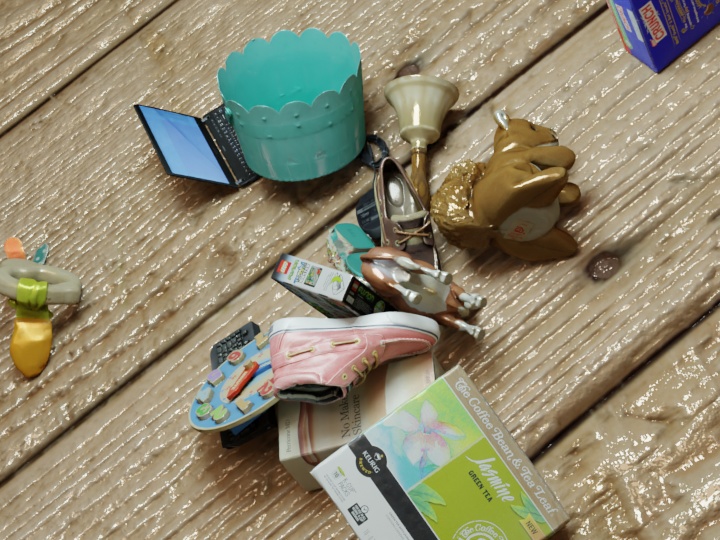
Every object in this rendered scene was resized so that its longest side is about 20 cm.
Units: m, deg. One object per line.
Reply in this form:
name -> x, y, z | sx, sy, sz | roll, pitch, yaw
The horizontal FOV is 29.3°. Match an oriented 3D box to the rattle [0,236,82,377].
rattle -> -0.480, 0.047, 2.001 | 0.130, 0.143, 0.200 | -18, 25, -29

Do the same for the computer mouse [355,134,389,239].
computer mouse -> 0.024, -0.113, 1.876 | 0.059, 0.034, 0.200 | -26, 43, 22

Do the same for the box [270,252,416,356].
box -> -0.011, 0.043, 1.662 | 0.110, 0.200, 0.035 | 18, 78, 34

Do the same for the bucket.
bucket -> -0.089, -0.228, 1.898 | 0.207, 0.135, 0.207 | -6, 40, 5

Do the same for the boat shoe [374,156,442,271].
boat shoe -> 0.059, -0.053, 1.754 | 0.072, 0.072, 0.200 | -11, 69, -1

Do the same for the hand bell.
hand bell -> 0.079, -0.151, 1.853 | 0.104, 0.104, 0.200 | -6, 68, 22

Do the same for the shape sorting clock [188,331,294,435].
shape sorting clock -> -0.128, 0.126, 1.679 | 0.200, 0.039, 0.200 | -27, 25, 14

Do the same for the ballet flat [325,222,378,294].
ballet flat -> 0.000, 0.000, 1.747 | 0.076, 0.064, 0.200 | 3, 21, -11

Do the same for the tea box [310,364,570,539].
tea box -> 0.085, 0.239, 1.470 | 0.197, 0.134, 0.200 | -36, 81, -2

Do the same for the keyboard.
keyboard -> -0.133, 0.133, 1.748 | 0.127, 0.021, 0.200 | -28, 38, 9

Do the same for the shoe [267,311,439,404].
shoe -> -0.006, 0.104, 1.583 | 0.200, 0.072, 0.091 | -1, 60, -5

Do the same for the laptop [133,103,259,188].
laptop -> -0.201, -0.215, 2.005 | 0.200, 0.103, 0.177 | -32, 50, 1

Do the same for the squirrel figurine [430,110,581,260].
squirrel figurine -> 0.175, -0.114, 1.734 | 0.200, 0.142, 0.187 | -14, 46, 13

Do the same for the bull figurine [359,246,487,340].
bull figurine -> 0.086, 0.028, 1.636 | 0.121, 0.200, 0.065 | 21, 88, 51

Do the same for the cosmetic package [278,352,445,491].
cosmetic package -> 0.009, 0.180, 1.629 | 0.200, 0.087, 0.103 | -17, 51, 14

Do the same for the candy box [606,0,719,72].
candy box -> 0.417, -0.387, 1.787 | 0.200, 0.169, 0.077 | -39, 46, -5
